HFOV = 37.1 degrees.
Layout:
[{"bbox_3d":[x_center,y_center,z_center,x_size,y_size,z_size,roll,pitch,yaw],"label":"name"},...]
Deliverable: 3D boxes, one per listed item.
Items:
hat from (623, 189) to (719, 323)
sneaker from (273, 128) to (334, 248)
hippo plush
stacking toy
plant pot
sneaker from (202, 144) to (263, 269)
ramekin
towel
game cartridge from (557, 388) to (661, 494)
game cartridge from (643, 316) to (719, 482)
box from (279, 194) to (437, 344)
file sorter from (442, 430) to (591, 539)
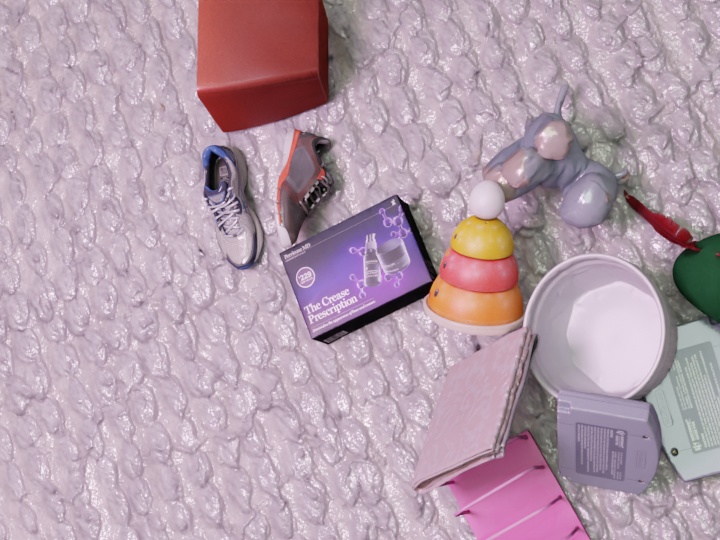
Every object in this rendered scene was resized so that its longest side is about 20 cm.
[{"bbox_3d":[0.417,0.002,1.415,0.173,0.200,0.169,3,110,23],"label":"hat"},{"bbox_3d":[-0.081,-0.126,1.592,0.080,0.077,0.203,4,63,5],"label":"sneaker"},{"bbox_3d":[0.272,-0.124,1.487,0.161,0.200,0.159,45,116,-8],"label":"hippo plush"},{"bbox_3d":[0.164,-0.025,1.456,0.144,0.146,0.203,11,110,17],"label":"stacking toy"},{"bbox_3d":[-0.139,-0.332,1.607,0.173,0.200,0.204,0,81,5],"label":"plant pot"},{"bbox_3d":[-0.208,-0.099,1.640,0.076,0.085,0.203,-18,78,13],"label":"sneaker"},{"bbox_3d":[0.325,0.085,1.422,0.198,0.104,0.204,-7,77,34],"label":"ramekin"},{"bbox_3d":[0.150,0.185,1.416,0.032,0.191,0.202,35,52,-14],"label":"towel"},{"bbox_3d":[0.321,0.223,1.386,0.131,0.201,0.041,11,55,19],"label":"game cartridge"},{"bbox_3d":[0.448,0.172,1.432,0.131,0.041,0.203,-18,77,18],"label":"game cartridge"},{"bbox_3d":[0.000,0.000,1.569,0.198,0.079,0.143,-26,73,11],"label":"box"},{"bbox_3d":[0.209,0.337,1.430,0.138,0.125,0.202,-32,74,10],"label":"file sorter"}]
